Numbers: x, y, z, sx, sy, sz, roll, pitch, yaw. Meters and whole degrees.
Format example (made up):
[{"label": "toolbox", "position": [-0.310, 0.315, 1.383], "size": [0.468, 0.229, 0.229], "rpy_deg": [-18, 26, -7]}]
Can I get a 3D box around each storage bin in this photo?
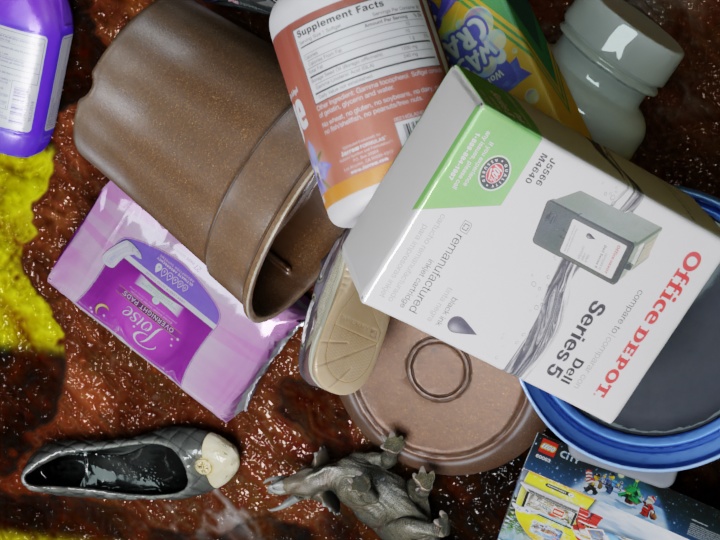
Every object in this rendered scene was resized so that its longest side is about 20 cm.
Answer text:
[{"label": "storage bin", "position": [0.208, 0.057, 1.267], "size": [0.144, 0.134, 0.202], "rpy_deg": [18, 104, 4]}]

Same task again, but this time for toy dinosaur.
[{"label": "toy dinosaur", "position": [0.025, 0.193, 1.400], "size": [0.199, 0.077, 0.102], "rpy_deg": [28, 155, -5]}]

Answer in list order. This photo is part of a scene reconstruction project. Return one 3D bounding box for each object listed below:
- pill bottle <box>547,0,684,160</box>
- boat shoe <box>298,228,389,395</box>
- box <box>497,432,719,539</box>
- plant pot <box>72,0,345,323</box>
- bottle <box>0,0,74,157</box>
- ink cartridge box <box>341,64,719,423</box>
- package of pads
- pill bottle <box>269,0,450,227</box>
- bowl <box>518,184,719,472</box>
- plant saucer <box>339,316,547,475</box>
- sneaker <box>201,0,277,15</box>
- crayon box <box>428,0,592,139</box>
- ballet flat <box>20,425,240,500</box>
[{"label": "pill bottle", "position": [0.147, -0.106, 1.265], "size": [0.114, 0.114, 0.201], "rpy_deg": [37, 110, 4]}, {"label": "boat shoe", "position": [0.000, 0.000, 1.333], "size": [0.072, 0.065, 0.202], "rpy_deg": [27, 77, -32]}, {"label": "box", "position": [0.212, 0.214, 1.331], "size": [0.198, 0.038, 0.137], "rpy_deg": [23, 144, 9]}, {"label": "plant pot", "position": [-0.101, -0.098, 1.307], "size": [0.198, 0.200, 0.201], "rpy_deg": [35, 110, 14]}, {"label": "bottle", "position": [-0.278, -0.198, 1.387], "size": [0.083, 0.065, 0.202], "rpy_deg": [17, 108, 10]}, {"label": "ink cartridge box", "position": [0.111, -0.015, 1.078], "size": [0.199, 0.084, 0.146], "rpy_deg": [26, 106, -21]}, {"label": "package of pads", "position": [-0.148, 0.020, 1.400], "size": [0.199, 0.076, 0.121], "rpy_deg": [37, 109, 4]}, {"label": "pill bottle", "position": [0.003, -0.140, 1.153], "size": [0.111, 0.112, 0.202], "rpy_deg": [-20, 84, 19]}, {"label": "bowl", "position": [0.202, 0.038, 1.174], "size": [0.198, 0.039, 0.203], "rpy_deg": [2, 102, 8]}, {"label": "plant saucer", "position": [0.066, 0.076, 1.377], "size": [0.198, 0.034, 0.202], "rpy_deg": [4, 105, 16]}, {"label": "sneaker", "position": [-0.061, -0.230, 1.296], "size": [0.199, 0.087, 0.076], "rpy_deg": [15, 85, 30]}, {"label": "crayon box", "position": [0.084, -0.111, 1.204], "size": [0.125, 0.051, 0.201], "rpy_deg": [-29, 81, 27]}, {"label": "ballet flat", "position": [-0.198, 0.175, 1.463], "size": [0.198, 0.057, 0.067], "rpy_deg": [-7, 103, 17]}]
